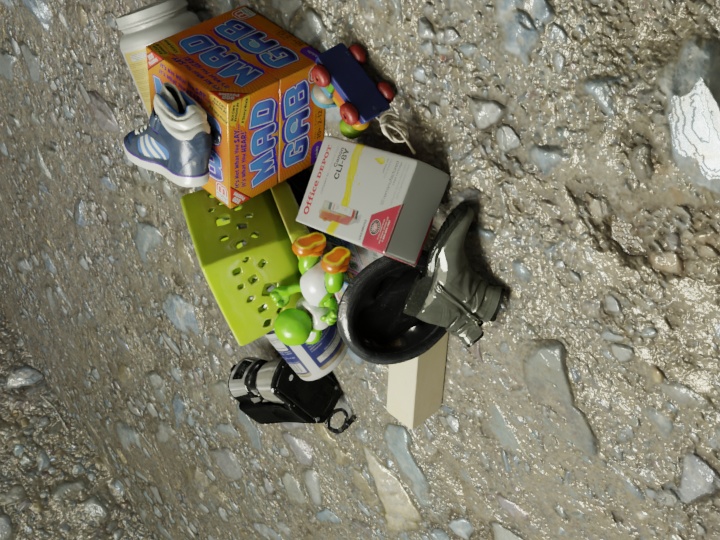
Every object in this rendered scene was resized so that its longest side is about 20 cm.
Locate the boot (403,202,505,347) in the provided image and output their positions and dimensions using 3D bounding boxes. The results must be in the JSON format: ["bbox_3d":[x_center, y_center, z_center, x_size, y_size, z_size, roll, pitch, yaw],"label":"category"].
[{"bbox_3d":[0.158,0.007,1.619,0.130,0.068,0.200,24,111,-2],"label":"boot"}]

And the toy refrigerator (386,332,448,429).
[{"bbox_3d":[0.092,0.163,1.828,0.070,0.076,0.200,34,141,32],"label":"toy refrigerator"}]

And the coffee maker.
[{"bbox_3d":[-0.146,0.250,2.160,0.200,0.135,0.192,-12,108,56],"label":"coffee maker"}]

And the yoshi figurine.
[{"bbox_3d":[-0.084,0.047,1.721,0.112,0.112,0.200,-100,18,-49],"label":"yoshi figurine"}]

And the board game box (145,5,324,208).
[{"bbox_3d":[-0.194,-0.262,1.735,0.200,0.200,0.200,37,142,30],"label":"board game box"}]

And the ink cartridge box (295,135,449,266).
[{"bbox_3d":[0.014,-0.107,1.635,0.200,0.083,0.145,21,93,43],"label":"ink cartridge box"}]

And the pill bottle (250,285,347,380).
[{"bbox_3d":[-0.120,0.093,1.972,0.111,0.111,0.200,0,133,53],"label":"pill bottle"}]

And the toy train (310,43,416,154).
[{"bbox_3d":[0.001,-0.227,1.624,0.200,0.085,0.116,54,157,6],"label":"toy train"}]

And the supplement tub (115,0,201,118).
[{"bbox_3d":[-0.324,-0.357,1.878,0.145,0.145,0.200,6,121,51],"label":"supplement tub"}]

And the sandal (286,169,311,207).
[{"bbox_3d":[-0.096,-0.134,1.862,0.200,0.048,0.075,40,147,3],"label":"sandal"}]

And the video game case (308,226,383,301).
[{"bbox_3d":[0.000,0.000,1.832,0.182,0.024,0.200,23,144,42],"label":"video game case"}]

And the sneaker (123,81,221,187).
[{"bbox_3d":[-0.293,-0.223,1.652,0.200,0.081,0.147,31,131,40],"label":"sneaker"}]

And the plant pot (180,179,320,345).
[{"bbox_3d":[-0.167,-0.031,1.807,0.199,0.181,0.200,-114,3,-45],"label":"plant pot"}]

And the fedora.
[{"bbox_3d":[0.050,0.046,1.710,0.092,0.200,0.201,-132,24,-64],"label":"fedora"}]

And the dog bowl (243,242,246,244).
[{"bbox_3d":[-0.235,0.008,2.132,0.200,0.059,0.200,39,148,31],"label":"dog bowl"}]
